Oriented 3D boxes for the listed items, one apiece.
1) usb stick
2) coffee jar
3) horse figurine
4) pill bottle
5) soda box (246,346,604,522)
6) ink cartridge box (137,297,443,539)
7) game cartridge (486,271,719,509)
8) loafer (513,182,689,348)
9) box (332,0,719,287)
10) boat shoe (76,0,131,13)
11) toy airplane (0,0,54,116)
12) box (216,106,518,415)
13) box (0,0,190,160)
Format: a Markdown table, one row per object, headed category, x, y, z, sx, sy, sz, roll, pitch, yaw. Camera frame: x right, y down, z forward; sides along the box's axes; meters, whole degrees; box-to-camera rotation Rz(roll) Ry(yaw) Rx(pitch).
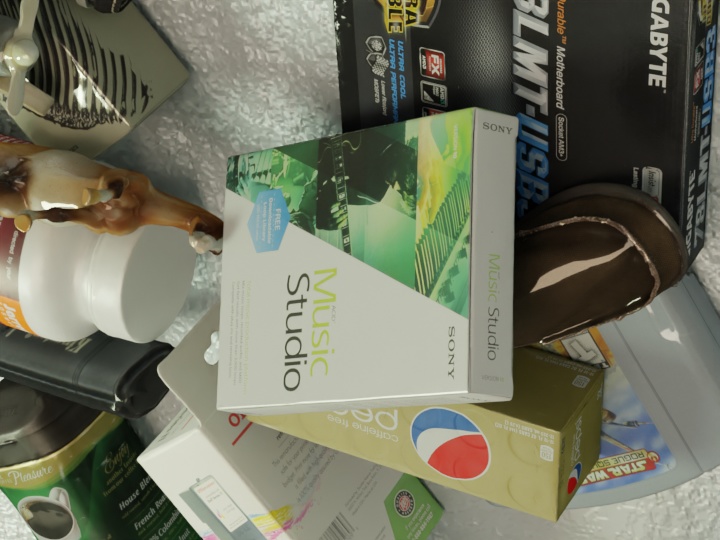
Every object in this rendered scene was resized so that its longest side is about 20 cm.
| category | x | y | z | sx | sy | sz | roll | pitch | yaw |
| --- | --- | --- | --- | --- | --- | --- | --- | --- | --- |
| usb stick | -0.179 | 0.056 | 1.366 | 0.200 | 0.055 | 0.033 | 10 | 145 | 54 |
| coffee jar | -0.176 | 0.155 | 1.456 | 0.104 | 0.085 | 0.200 | -13 | 115 | 42 |
| horse figurine | -0.178 | -0.042 | 1.211 | 0.200 | 0.132 | 0.050 | 9 | 97 | 25 |
| pill bottle | -0.207 | -0.022 | 1.325 | 0.200 | 0.113 | 0.113 | 16 | 129 | 24 |
| soda box | 0.033 | 0.070 | 1.225 | 0.200 | 0.064 | 0.068 | 16 | 129 | 22 |
| ink cartridge box | -0.053 | 0.116 | 1.324 | 0.067 | 0.117 | 0.200 | -29 | 103 | 42 |
| game cartridge | 0.125 | 0.071 | 1.233 | 0.200 | 0.042 | 0.133 | -19 | 106 | 41 |
| loafer | 0.083 | 0.015 | 1.131 | 0.200 | 0.071 | 0.073 | -22 | 110 | 43 |
| box | 0.083 | -0.104 | 1.123 | 0.198 | 0.050 | 0.200 | 16 | 130 | 24 |
| boat shoe | -0.093 | -0.195 | 1.156 | 0.060 | 0.074 | 0.200 | 34 | 135 | -6 |
| toy airplane | -0.264 | -0.153 | 1.151 | 0.199 | 0.200 | 0.141 | 44 | 105 | 10 |
| box | 0.000 | 0.000 | 1.137 | 0.200 | 0.036 | 0.145 | -8 | 77 | 46 |
| box | -0.196 | -0.158 | 1.249 | 0.200 | 0.068 | 0.082 | 50 | 135 | -9 |
